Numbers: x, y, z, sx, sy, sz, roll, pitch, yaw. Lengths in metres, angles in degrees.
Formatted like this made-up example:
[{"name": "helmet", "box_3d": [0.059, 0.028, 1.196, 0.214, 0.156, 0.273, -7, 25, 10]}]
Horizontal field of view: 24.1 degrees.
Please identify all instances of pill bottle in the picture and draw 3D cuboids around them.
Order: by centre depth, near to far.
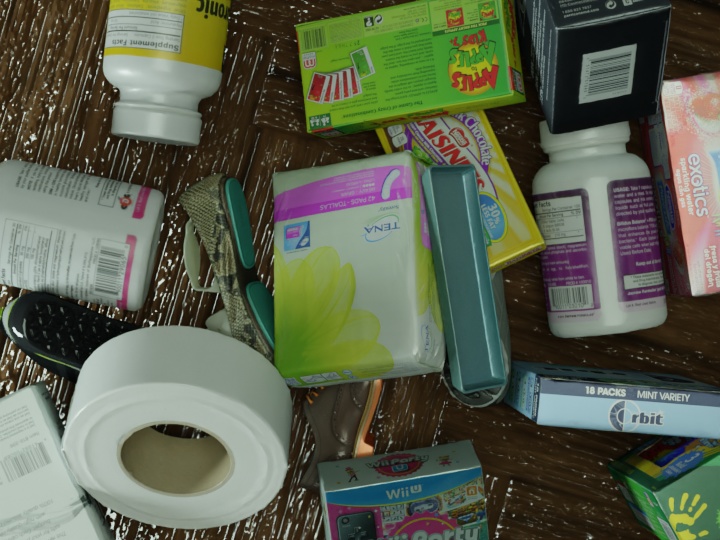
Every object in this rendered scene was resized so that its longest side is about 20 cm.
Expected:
[{"name": "pill bottle", "box_3d": [-0.285, -0.037, 1.530, 0.198, 0.113, 0.114, 12, 90, -3]}, {"name": "pill bottle", "box_3d": [-0.176, -0.219, 1.537, 0.110, 0.111, 0.202, 7, 91, -3]}, {"name": "pill bottle", "box_3d": [0.218, -0.044, 1.561, 0.111, 0.112, 0.202, -7, 91, -3]}]

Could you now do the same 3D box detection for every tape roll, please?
[{"name": "tape roll", "box_3d": [-0.162, 0.143, 1.502, 0.200, 0.071, 0.203, 2, 135, 2]}]

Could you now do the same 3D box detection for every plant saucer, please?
[{"name": "plant saucer", "box_3d": [0.091, 0.007, 1.495, 0.019, 0.070, 0.202, -11, 86, 40]}]

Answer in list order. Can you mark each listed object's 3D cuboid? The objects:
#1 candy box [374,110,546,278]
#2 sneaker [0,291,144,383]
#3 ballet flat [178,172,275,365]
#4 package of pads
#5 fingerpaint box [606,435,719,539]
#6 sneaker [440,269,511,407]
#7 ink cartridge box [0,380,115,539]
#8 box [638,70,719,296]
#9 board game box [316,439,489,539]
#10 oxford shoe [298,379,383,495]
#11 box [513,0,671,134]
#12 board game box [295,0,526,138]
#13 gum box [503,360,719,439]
[{"name": "candy box", "box_3d": [0.086, -0.090, 1.561, 0.102, 0.026, 0.201, -24, 73, 2]}, {"name": "sneaker", "box_3d": [-0.249, 0.073, 1.559, 0.199, 0.083, 0.072, 34, 69, -27]}, {"name": "ballet flat", "box_3d": [-0.121, 0.012, 1.571, 0.075, 0.068, 0.202, -20, 87, 18]}, {"name": "package of pads", "box_3d": [0.000, 0.000, 1.521, 0.153, 0.068, 0.202, -8, 74, 25]}, {"name": "fingerpaint box", "box_3d": [0.327, 0.174, 1.524, 0.166, 0.200, 0.074, -30, 92, -2]}, {"name": "sneaker", "box_3d": [0.103, 0.033, 1.580, 0.073, 0.079, 0.202, -8, 75, 15]}, {"name": "ink cartridge box", "box_3d": [-0.318, 0.222, 1.544, 0.146, 0.083, 0.201, -24, 91, -3]}, {"name": "box", "box_3d": [0.326, -0.081, 1.572, 0.094, 0.103, 0.202, -9, 90, -3]}, {"name": "board game box", "box_3d": [0.044, 0.267, 1.548, 0.146, 0.064, 0.202, -9, 109, -4]}, {"name": "oxford shoe", "box_3d": [-0.017, 0.114, 1.569, 0.072, 0.071, 0.202, 8, 90, 1]}, {"name": "box", "box_3d": [0.194, -0.248, 1.499, 0.103, 0.148, 0.201, -11, 58, -3]}, {"name": "board game box", "box_3d": [0.045, -0.190, 1.541, 0.198, 0.048, 0.103, -9, 85, 20]}, {"name": "gum box", "box_3d": [0.227, 0.115, 1.518, 0.168, 0.200, 0.045, 5, 90, -4]}]
